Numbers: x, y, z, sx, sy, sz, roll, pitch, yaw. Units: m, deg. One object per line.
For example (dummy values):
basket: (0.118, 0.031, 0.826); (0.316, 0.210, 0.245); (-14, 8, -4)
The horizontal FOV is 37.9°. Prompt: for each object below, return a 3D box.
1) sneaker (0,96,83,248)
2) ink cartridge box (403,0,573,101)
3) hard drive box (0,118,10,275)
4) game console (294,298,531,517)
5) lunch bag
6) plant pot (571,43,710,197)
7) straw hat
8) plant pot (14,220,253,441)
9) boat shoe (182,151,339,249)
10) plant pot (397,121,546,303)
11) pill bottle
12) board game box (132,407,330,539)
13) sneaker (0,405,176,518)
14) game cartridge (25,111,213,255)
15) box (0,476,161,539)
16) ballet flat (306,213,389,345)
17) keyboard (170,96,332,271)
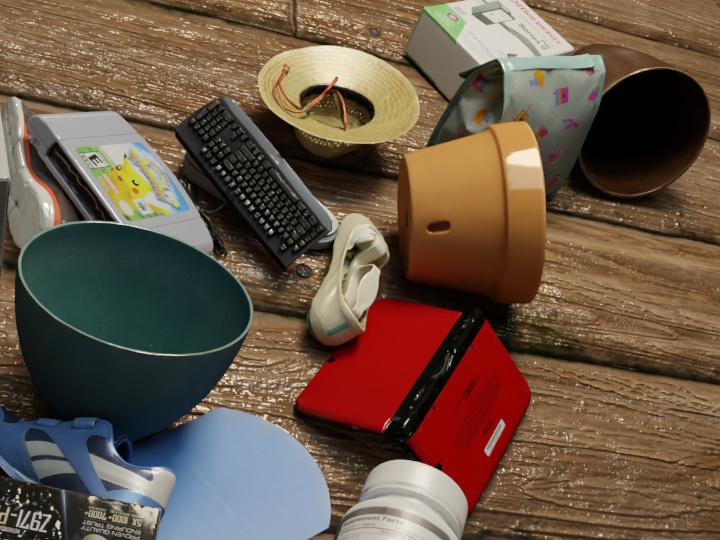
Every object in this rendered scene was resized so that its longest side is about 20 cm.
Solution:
sneaker: (-0.327, -0.091, 1.076); (0.081, 0.077, 0.202); (13, 43, -47)
ink cartridge box: (0.186, -0.316, 1.508); (0.199, 0.085, 0.146); (-21, 60, -39)
hard drive box: (-0.381, -0.099, 0.981); (0.076, 0.157, 0.201); (-2, 49, -26)
game console: (0.060, 0.133, 1.065); (0.173, 0.118, 0.200); (55, 42, -14)
lunch bag: (0.198, -0.189, 1.307); (0.168, 0.201, 0.123); (-6, 51, -28)
plant pot: (0.355, -0.233, 1.459); (0.184, 0.189, 0.201); (7, 31, -18)
straw hat: (-0.033, -0.185, 1.279); (0.198, 0.086, 0.203); (9, 44, -9)
plant pot: (-0.206, 0.067, 0.903); (0.198, 0.136, 0.201); (18, 26, -9)
boat shoe: (-0.109, -0.094, 1.168); (0.198, 0.067, 0.074); (27, 43, 1)
plant pot: (0.116, -0.063, 1.166); (0.138, 0.202, 0.202); (-1, 47, -5)
pill bottle: (0.021, 0.261, 0.852); (0.113, 0.114, 0.201); (25, 42, 0)
board game box: (-0.127, 0.202, 0.895); (0.198, 0.039, 0.158); (-20, 50, -38)
sneaker: (-0.229, 0.154, 0.836); (0.198, 0.074, 0.083); (28, 66, 25)
game cartridge: (-0.238, -0.082, 1.071); (0.201, 0.040, 0.133); (52, 24, 9)
box: (-0.253, 0.222, 0.724); (0.197, 0.165, 0.087); (15, 43, -12)
ballet flat: (0.000, 0.000, 1.124); (0.069, 0.070, 0.201); (21, 45, -4)
keyboard: (-0.134, -0.083, 1.129); (0.127, 0.021, 0.201); (-40, 79, -2)
